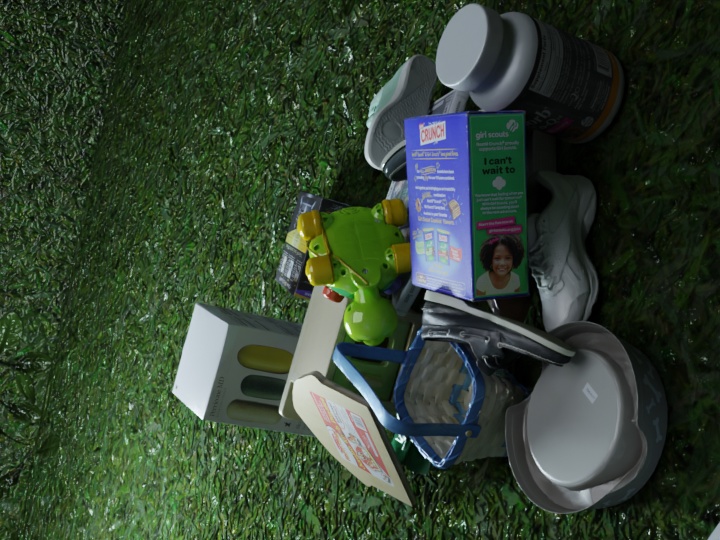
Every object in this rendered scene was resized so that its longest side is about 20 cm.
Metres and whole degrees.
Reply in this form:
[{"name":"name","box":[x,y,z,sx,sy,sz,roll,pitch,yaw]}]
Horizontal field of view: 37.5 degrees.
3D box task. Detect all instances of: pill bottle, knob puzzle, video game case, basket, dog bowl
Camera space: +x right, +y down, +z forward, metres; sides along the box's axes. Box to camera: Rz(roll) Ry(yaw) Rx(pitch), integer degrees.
[{"name":"pill bottle","box":[0.193,-0.225,1.205,0.116,0.199,0.117,-33,50,51]},{"name":"knob puzzle","box":[-0.016,0.200,1.363,0.030,0.220,0.219,-40,18,-25]},{"name":"video game case","box":[0.082,-0.148,1.462,0.200,0.023,0.182,171,119,-76]},{"name":"video game case","box":[0.088,-0.066,1.422,0.200,0.024,0.182,-87,20,-54]},{"name":"basket","box":[0.082,0.140,1.234,0.176,0.199,0.139,48,127,52]},{"name":"dog bowl","box":[0.237,0.156,1.110,0.200,0.059,0.201,-30,53,51]}]

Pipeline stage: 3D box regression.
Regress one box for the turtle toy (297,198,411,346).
[{"name":"turtle toy","box":[0.000,0.000,1.364,0.101,0.145,0.200,89,171,-54]}]

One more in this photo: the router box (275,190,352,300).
[{"name":"router box","box":[-0.078,-0.041,1.690,0.200,0.052,0.158,-148,74,-75]}]

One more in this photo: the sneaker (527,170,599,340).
[{"name":"sneaker","box":[0.208,-0.021,1.191,0.078,0.099,0.201,-28,54,52]}]

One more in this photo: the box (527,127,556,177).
[{"name":"box","box":[0.213,-0.142,1.296,0.039,0.041,0.201,-25,58,54]}]

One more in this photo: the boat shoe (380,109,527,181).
[{"name":"boat shoe","box":[0.115,-0.144,1.309,0.200,0.073,0.062,-21,73,25]}]

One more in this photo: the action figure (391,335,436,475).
[{"name":"action figure","box":[0.084,0.155,1.374,0.118,0.055,0.201,10,90,62]}]

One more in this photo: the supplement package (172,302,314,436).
[{"name":"supplement package","box":[-0.160,0.154,1.645,0.151,0.199,0.152,22,97,60]}]

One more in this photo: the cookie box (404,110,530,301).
[{"name":"cookie box","box":[0.118,-0.077,1.195,0.171,0.075,0.201,-164,69,-69]}]

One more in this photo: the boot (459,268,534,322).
[{"name":"boot","box":[0.145,0.006,1.330,0.146,0.070,0.201,-41,40,49]}]

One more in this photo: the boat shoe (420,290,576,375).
[{"name":"boat shoe","box":[0.140,0.079,1.145,0.199,0.074,0.066,21,91,38]}]

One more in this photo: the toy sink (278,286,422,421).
[{"name":"toy sink","box":[-0.013,0.134,1.475,0.112,0.130,0.201,24,98,59]}]

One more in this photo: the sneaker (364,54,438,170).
[{"name":"sneaker","box":[0.042,-0.200,1.491,0.118,0.074,0.201,-39,22,55]}]

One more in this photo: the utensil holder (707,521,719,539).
[{"name":"utensil holder","box":[0.323,0.277,0.810,0.200,0.170,0.170,-62,32,17]}]
